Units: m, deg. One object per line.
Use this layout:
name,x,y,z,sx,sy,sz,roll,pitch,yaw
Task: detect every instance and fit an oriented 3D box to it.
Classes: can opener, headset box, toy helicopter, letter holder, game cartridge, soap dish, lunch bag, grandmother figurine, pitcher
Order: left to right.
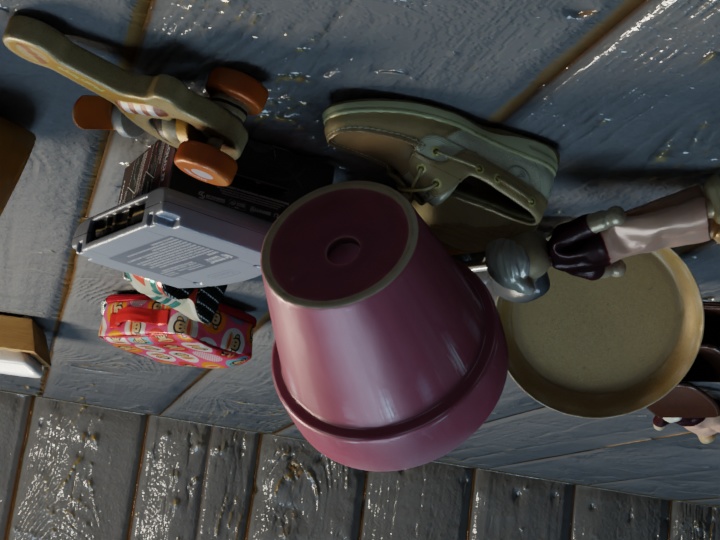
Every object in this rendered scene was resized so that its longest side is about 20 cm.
soap dish,-0.612,0.116,2.182,0.199,0.081,0.157,8,166,-1
toy helicopter,-0.177,-0.135,1.008,0.200,0.079,0.132,27,167,-27
lunch bag,-0.262,0.079,1.844,0.200,0.082,0.176,-3,162,39
game cartridge,-0.154,-0.024,1.161,0.133,0.041,0.200,23,161,-29
headset box,-0.124,-0.064,1.208,0.148,0.075,0.200,15,164,-23
can opener,0.095,0.008,1.274,0.053,0.067,0.200,-27,-170,-38
pitcher,0.184,0.026,1.352,0.199,0.121,0.172,6,138,0
grandmother figurine,0.203,-0.025,1.117,0.199,0.061,0.121,-13,144,8
grandmother figurine,0.495,0.213,2.008,0.121,0.061,0.200,-29,147,22
letter holder,0.400,0.109,1.574,0.142,0.101,0.200,-1,164,24

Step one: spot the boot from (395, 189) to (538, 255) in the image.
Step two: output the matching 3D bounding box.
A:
boot,0.072,-0.045,1.230,0.201,0.071,0.144,-1,175,14

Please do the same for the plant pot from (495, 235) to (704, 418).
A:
plant pot,0.229,0.047,1.290,0.199,0.201,0.027,7,-160,3

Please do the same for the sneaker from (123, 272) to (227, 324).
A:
sneaker,-0.228,0.006,1.600,0.093,0.070,0.200,22,173,17

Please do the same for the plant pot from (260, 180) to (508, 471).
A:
plant pot,0.007,0.032,1.083,0.200,0.200,0.179,2,142,22

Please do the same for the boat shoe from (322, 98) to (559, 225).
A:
boat shoe,0.064,-0.083,1.046,0.200,0.067,0.074,12,166,-16

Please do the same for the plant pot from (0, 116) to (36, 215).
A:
plant pot,-0.405,-0.071,1.137,0.183,0.201,0.200,28,160,-17
